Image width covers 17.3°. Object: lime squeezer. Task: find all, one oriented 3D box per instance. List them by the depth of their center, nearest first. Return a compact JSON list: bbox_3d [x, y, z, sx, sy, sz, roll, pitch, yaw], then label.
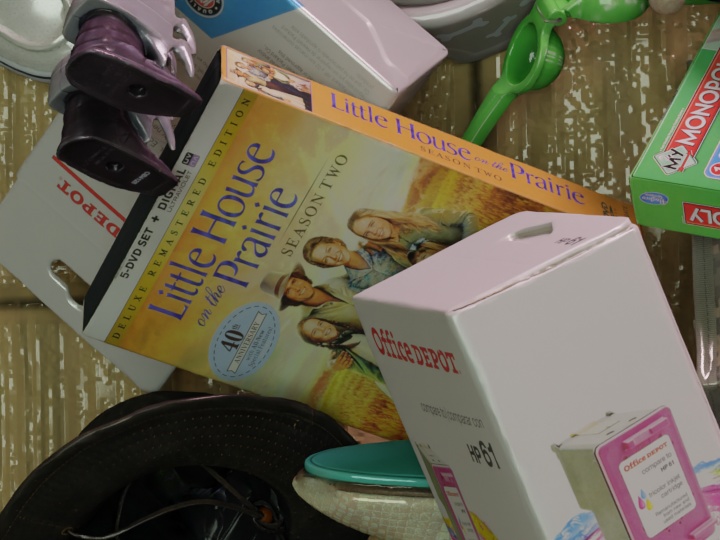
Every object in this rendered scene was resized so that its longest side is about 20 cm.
[{"bbox_3d":[0.096,-0.098,1.061,0.200,0.071,0.038,-33,52,7],"label":"lime squeezer"}]

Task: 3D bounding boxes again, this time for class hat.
[{"bbox_3d":[-0.095,0.111,1.065,0.200,0.201,0.081,-38,44,7],"label":"hat"}]

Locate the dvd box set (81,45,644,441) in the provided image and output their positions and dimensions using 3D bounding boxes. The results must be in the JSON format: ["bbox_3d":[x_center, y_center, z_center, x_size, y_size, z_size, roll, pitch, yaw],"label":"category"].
[{"bbox_3d":[0.000,0.000,1.012,0.200,0.029,0.146,21,123,-19],"label":"dvd box set"}]

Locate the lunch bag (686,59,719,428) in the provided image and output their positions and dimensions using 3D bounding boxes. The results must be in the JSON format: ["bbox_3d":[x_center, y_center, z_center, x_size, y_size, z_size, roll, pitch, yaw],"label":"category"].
[{"bbox_3d":[0.222,-0.013,1.001,0.164,0.118,0.200,-5,56,13],"label":"lunch bag"}]

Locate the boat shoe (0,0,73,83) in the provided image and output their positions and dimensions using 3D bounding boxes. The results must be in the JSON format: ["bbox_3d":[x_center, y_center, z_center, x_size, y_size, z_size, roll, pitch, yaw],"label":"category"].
[{"bbox_3d":[-0.194,-0.168,1.091,0.075,0.086,0.202,-40,83,7],"label":"boat shoe"}]

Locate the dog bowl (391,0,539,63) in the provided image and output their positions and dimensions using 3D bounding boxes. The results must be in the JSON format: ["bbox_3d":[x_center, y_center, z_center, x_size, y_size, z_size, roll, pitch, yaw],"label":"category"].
[{"bbox_3d":[0.023,-0.193,1.070,0.200,0.059,0.201,0,89,9],"label":"dog bowl"}]

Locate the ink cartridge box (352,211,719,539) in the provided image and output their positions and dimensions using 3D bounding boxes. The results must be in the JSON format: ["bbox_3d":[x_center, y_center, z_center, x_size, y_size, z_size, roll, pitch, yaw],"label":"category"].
[{"bbox_3d":[0.084,0.084,0.919,0.085,0.145,0.200,-23,97,-13],"label":"ink cartridge box"}]

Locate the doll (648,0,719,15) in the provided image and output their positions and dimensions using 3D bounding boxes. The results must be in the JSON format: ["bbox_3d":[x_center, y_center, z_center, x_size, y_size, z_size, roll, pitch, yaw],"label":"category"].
[{"bbox_3d":[0.180,-0.131,0.971,0.136,0.200,0.049,-22,123,-26],"label":"doll"}]

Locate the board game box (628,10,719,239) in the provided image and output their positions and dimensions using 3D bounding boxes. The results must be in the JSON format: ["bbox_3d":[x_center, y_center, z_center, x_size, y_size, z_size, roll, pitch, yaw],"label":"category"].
[{"bbox_3d":[0.209,-0.084,0.973,0.134,0.029,0.200,11,49,27],"label":"board game box"}]

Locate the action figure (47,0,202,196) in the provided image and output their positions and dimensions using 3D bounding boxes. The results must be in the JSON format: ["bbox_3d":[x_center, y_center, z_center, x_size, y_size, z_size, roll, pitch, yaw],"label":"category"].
[{"bbox_3d":[-0.099,-0.135,0.963,0.069,0.130,0.200,13,54,-27],"label":"action figure"}]

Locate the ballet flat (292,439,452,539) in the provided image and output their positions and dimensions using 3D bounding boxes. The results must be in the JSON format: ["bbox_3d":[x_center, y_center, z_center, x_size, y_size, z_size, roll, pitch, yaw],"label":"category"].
[{"bbox_3d":[0.070,0.104,1.028,0.199,0.067,0.063,-4,103,-15],"label":"ballet flat"}]

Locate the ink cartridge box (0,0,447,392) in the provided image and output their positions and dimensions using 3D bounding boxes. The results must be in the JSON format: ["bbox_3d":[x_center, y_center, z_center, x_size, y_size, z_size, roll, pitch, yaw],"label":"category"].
[{"bbox_3d":[-0.069,-0.055,1.055,0.115,0.068,0.200,42,120,3],"label":"ink cartridge box"}]
